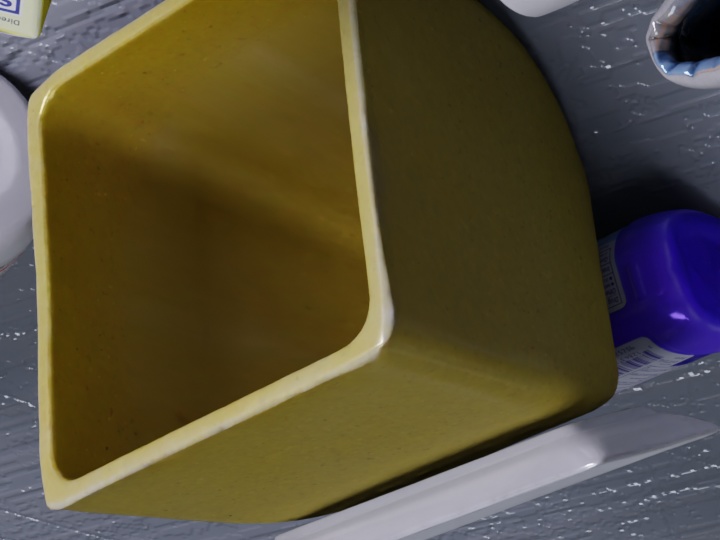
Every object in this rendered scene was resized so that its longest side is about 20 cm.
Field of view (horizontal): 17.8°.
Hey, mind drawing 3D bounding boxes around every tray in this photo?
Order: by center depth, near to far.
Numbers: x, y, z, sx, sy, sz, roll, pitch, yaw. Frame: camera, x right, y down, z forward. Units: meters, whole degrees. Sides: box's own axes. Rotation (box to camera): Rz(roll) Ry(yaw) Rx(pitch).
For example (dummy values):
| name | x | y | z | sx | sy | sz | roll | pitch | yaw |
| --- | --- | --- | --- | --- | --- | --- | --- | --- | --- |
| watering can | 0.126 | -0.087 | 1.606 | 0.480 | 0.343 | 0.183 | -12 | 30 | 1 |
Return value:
| name | x | y | z | sx | sy | sz | roll | pitch | yaw |
| --- | --- | --- | --- | --- | --- | --- | --- | --- | --- |
| tray | 0.044 | 0.095 | 0.969 | 0.200 | 0.022 | 0.107 | -25 | 171 | 34 |

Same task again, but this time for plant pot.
| name | x | y | z | sx | sy | sz | roll | pitch | yaw |
| --- | --- | --- | --- | --- | --- | --- | --- | --- | --- |
| plant pot | 0.000 | 0.000 | 0.961 | 0.194 | 0.196 | 0.200 | -27 | 147 | 37 |

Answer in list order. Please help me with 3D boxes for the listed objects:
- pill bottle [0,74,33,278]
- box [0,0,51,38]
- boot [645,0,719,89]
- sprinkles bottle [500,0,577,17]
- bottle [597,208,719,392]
| name | x | y | z | sx | sy | sz | roll | pitch | yaw |
| --- | --- | --- | --- | --- | --- | --- | --- | --- | --- |
| pill bottle | -0.229 | -0.007 | 1.055 | 0.112 | 0.113 | 0.200 | 26 | 138 | -19 |
| box | -0.122 | -0.211 | 0.731 | 0.096 | 0.176 | 0.200 | 13 | 141 | -4 |
| boot | 0.196 | -0.110 | 0.835 | 0.095 | 0.074 | 0.200 | -7 | 163 | -40 |
| sprinkles bottle | 0.131 | -0.158 | 0.829 | 0.199 | 0.068 | 0.068 | -22 | 132 | 33 |
| bottle | 0.087 | 0.035 | 1.069 | 0.200 | 0.066 | 0.083 | -27 | 161 | 37 |
